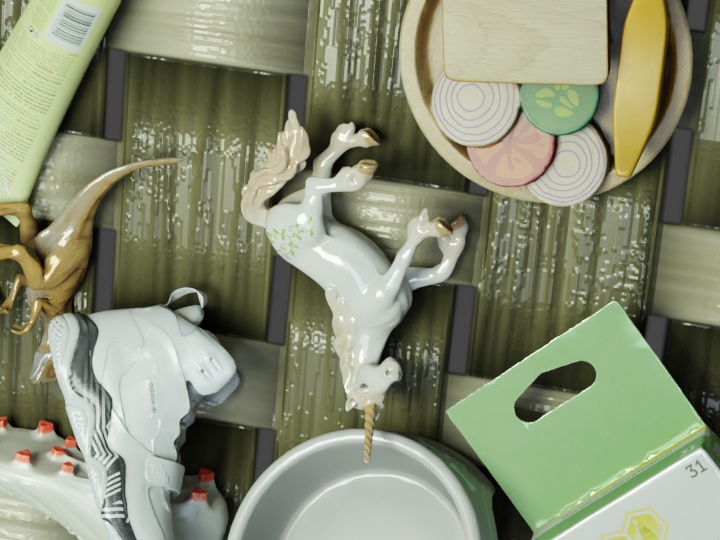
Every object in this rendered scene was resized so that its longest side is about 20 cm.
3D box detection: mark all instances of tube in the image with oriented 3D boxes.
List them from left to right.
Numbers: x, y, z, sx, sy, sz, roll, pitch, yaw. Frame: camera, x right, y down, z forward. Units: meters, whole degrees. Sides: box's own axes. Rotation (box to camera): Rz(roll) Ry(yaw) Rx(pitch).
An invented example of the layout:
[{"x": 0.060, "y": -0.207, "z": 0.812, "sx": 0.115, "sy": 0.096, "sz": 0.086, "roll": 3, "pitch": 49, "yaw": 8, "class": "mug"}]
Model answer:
[{"x": -0.218, "y": -0.124, "z": 1.441, "sx": 0.200, "sy": 0.052, "sz": 0.058, "roll": -57, "pitch": 44, "yaw": 30, "class": "tube"}]

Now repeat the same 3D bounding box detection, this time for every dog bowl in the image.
[{"x": 0.001, "y": 0.195, "z": 1.419, "sx": 0.199, "sy": 0.059, "sz": 0.201, "roll": -7, "pitch": 70, "yaw": 18, "class": "dog bowl"}]

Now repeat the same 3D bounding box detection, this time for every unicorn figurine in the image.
[{"x": 0.000, "y": 0.000, "z": 1.415, "sx": 0.137, "sy": 0.074, "sz": 0.200, "roll": -46, "pitch": 75, "yaw": 23, "class": "unicorn figurine"}]

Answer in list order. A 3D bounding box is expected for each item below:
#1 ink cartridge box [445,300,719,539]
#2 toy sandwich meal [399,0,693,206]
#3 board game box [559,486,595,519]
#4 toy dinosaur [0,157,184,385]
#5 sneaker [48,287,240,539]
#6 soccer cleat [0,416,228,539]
[{"x": 0.163, "y": 0.141, "z": 1.387, "sx": 0.145, "sy": 0.048, "sz": 0.200, "roll": -35, "pitch": 98, "yaw": 22, "class": "ink cartridge box"}, {"x": 0.110, "y": -0.133, "z": 1.337, "sx": 0.204, "sy": 0.070, "sz": 0.206, "roll": 4, "pitch": 108, "yaw": 13, "class": "toy sandwich meal"}, {"x": 0.222, "y": 0.222, "z": 1.440, "sx": 0.199, "sy": 0.034, "sz": 0.135, "roll": 13, "pitch": 110, "yaw": 10, "class": "board game box"}, {"x": -0.203, "y": -0.018, "z": 1.471, "sx": 0.106, "sy": 0.060, "sz": 0.200, "roll": 12, "pitch": 121, "yaw": -21, "class": "toy dinosaur"}, {"x": -0.127, "y": 0.110, "z": 1.443, "sx": 0.115, "sy": 0.075, "sz": 0.201, "roll": -19, "pitch": 80, "yaw": -4, "class": "sneaker"}, {"x": -0.191, "y": 0.161, "z": 1.512, "sx": 0.199, "sy": 0.069, "sz": 0.078, "roll": 15, "pitch": 113, "yaw": 7, "class": "soccer cleat"}]
